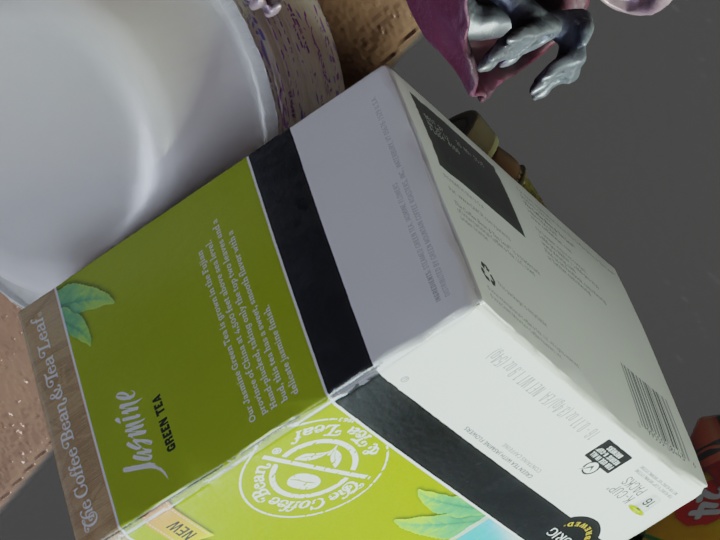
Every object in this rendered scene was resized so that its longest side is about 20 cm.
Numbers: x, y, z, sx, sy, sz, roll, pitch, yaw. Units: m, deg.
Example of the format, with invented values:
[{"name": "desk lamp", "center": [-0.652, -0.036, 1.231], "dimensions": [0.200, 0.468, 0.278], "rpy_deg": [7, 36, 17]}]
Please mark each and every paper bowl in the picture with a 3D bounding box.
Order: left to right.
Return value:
[{"name": "paper bowl", "center": [-0.114, -0.067, 1.244], "dimensions": [0.200, 0.104, 0.202], "rpy_deg": [9, 109, 28]}]

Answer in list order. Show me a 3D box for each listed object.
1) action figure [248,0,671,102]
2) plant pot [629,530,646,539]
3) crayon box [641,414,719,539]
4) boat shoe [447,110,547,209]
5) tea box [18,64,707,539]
[{"name": "action figure", "center": [0.020, -0.165, 1.130], "dimensions": [0.200, 0.149, 0.134], "rpy_deg": [52, 158, 16]}, {"name": "plant pot", "center": [0.129, 0.225, 1.371], "dimensions": [0.199, 0.200, 0.191], "rpy_deg": [25, 126, 9]}, {"name": "crayon box", "center": [0.221, 0.113, 1.240], "dimensions": [0.199, 0.127, 0.051], "rpy_deg": [-8, 124, 35]}, {"name": "boat shoe", "center": [0.000, 0.000, 1.307], "dimensions": [0.200, 0.072, 0.068], "rpy_deg": [-26, 112, 43]}, {"name": "tea box", "center": [0.001, 0.055, 1.190], "dimensions": [0.196, 0.134, 0.200], "rpy_deg": [-33, 140, 17]}]
